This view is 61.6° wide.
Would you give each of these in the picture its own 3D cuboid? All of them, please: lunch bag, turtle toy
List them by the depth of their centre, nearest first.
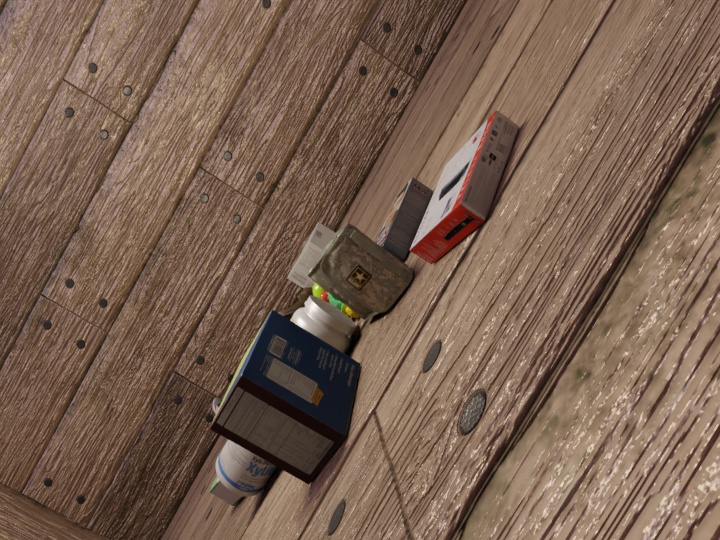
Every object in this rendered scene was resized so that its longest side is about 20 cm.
[{"bbox_3d":[0.000,0.000,1.179,0.119,0.162,0.200,-56,6,-21],"label":"lunch bag"},{"bbox_3d":[-0.047,0.045,1.457,0.199,0.100,0.148,-31,28,54],"label":"turtle toy"}]

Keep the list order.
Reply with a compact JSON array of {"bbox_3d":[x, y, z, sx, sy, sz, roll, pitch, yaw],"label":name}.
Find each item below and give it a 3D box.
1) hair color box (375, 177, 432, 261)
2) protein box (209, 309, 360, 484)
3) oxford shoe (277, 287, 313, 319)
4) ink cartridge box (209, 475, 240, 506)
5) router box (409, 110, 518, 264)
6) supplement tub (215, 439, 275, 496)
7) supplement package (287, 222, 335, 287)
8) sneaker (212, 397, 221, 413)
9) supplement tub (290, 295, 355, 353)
[{"bbox_3d":[0.087,-0.096,1.338,0.099,0.060,0.203,-47,15,57],"label":"hair color box"},{"bbox_3d":[-0.124,0.217,1.064,0.136,0.197,0.200,-54,10,27],"label":"protein box"},{"bbox_3d":[-0.145,0.092,1.552,0.196,0.085,0.073,-18,-30,-35],"label":"oxford shoe"},{"bbox_3d":[-0.313,0.504,1.632,0.147,0.083,0.202,-52,11,42],"label":"ink cartridge box"},{"bbox_3d":[0.169,-0.132,1.000,0.203,0.048,0.180,-65,10,-29],"label":"router box"},{"bbox_3d":[-0.228,0.389,1.354,0.202,0.130,0.133,-57,8,19],"label":"supplement tub"},{"bbox_3d":[-0.163,-0.041,2.347,0.201,0.148,0.153,-54,10,33],"label":"supplement package"},{"bbox_3d":[-0.732,0.737,3.232,0.121,0.082,0.202,-50,43,22],"label":"sneaker"},{"bbox_3d":[-0.110,0.175,1.319,0.203,0.143,0.146,-59,8,6],"label":"supplement tub"}]
